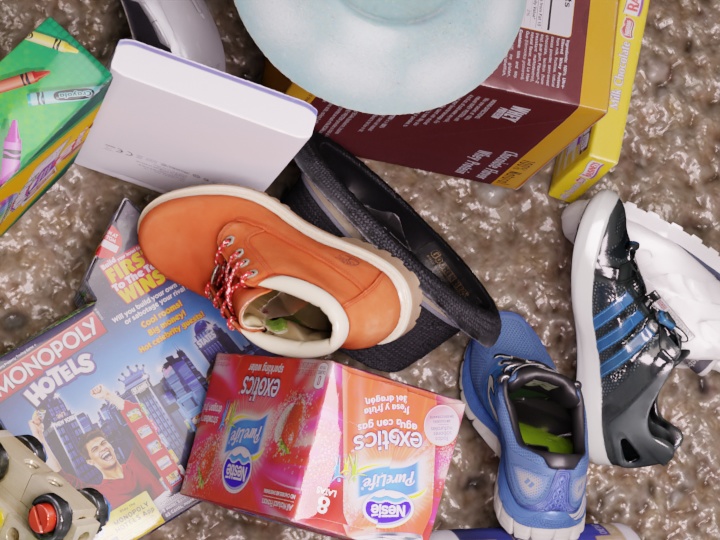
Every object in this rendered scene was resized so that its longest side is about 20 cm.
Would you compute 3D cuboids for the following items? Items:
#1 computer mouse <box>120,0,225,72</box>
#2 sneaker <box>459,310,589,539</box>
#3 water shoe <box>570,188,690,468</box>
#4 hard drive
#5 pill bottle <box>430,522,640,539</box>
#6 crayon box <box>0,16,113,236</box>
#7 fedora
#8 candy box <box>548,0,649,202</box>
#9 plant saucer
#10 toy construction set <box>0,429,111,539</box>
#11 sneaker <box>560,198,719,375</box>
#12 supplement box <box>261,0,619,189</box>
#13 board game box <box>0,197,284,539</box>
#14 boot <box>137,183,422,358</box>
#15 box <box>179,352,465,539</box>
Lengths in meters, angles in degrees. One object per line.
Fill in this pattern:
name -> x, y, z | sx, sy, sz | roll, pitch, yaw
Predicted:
computer mouse -> -0.133, -0.193, 1.638 | 0.110, 0.044, 0.200 | -15, 85, -61
sneaker -> 0.120, 0.089, 1.601 | 0.078, 0.089, 0.200 | 2, 37, -15
water shoe -> 0.191, 0.039, 1.640 | 0.079, 0.072, 0.200 | 3, 110, 18
hard drive -> -0.115, -0.089, 1.552 | 0.132, 0.200, 0.025 | 19, 72, -10
pill bottle -> 0.087, 0.231, 1.574 | 0.200, 0.120, 0.120 | -1, 77, -16
crayon box -> -0.232, -0.075, 1.517 | 0.058, 0.200, 0.119 | 43, 70, -1
fedora -> 0.000, 0.000, 1.605 | 0.201, 0.201, 0.092 | 44, 100, -2
candy box -> 0.178, -0.156, 1.702 | 0.026, 0.102, 0.200 | 15, 73, -6
plant saucer -> 0.016, -0.199, 1.491 | 0.201, 0.039, 0.201 | 3, 77, -13
toy construction set -> -0.219, 0.174, 1.480 | 0.200, 0.092, 0.131 | 30, 110, 17
sneaker -> 0.223, 0.021, 1.691 | 0.200, 0.076, 0.081 | 32, 82, -4
supplement box -> 0.051, -0.160, 1.617 | 0.200, 0.197, 0.133 | 11, 74, -12
board game box -> -0.152, 0.066, 1.579 | 0.200, 0.062, 0.200 | -30, 86, -20
boot -> -0.071, 0.001, 1.496 | 0.200, 0.107, 0.075 | 18, 112, 24
box -> -0.028, 0.111, 1.465 | 0.095, 0.200, 0.100 | 17, 83, -23
